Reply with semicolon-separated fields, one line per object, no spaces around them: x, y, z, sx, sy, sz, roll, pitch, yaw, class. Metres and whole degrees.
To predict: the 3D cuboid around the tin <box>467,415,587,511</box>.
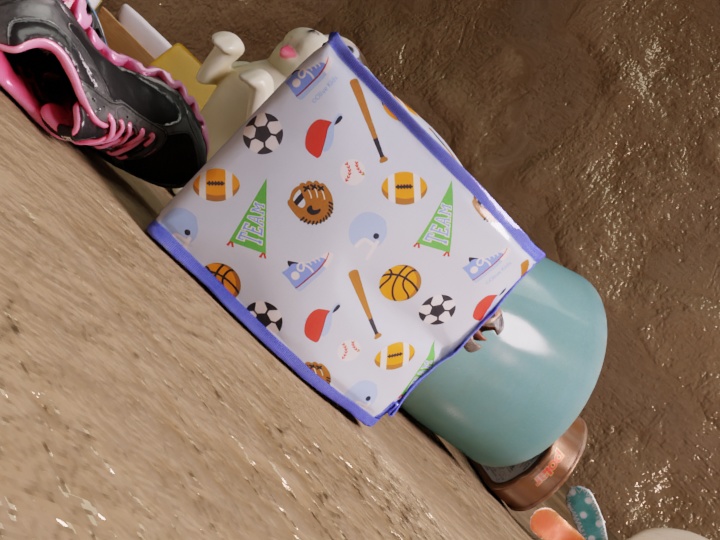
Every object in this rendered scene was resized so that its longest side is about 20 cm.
0.161;0.167;1.116;0.042;0.112;0.200;44;2;-12;tin

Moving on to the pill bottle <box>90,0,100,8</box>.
-0.276;-0.269;0.976;0.112;0.112;0.200;44;2;-19;pill bottle

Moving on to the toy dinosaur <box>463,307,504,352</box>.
0.000;0.000;0.838;0.200;0.136;0.086;44;2;-19;toy dinosaur

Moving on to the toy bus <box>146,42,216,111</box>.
-0.137;-0.125;1.111;0.200;0.065;0.078;45;-38;-4;toy bus

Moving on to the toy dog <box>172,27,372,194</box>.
-0.072;-0.126;0.992;0.194;0.200;0.140;43;3;-39;toy dog

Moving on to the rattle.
0.255;0.300;1.028;0.199;0.131;0.143;15;-26;30;rattle

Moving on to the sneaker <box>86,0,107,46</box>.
-0.245;-0.195;0.791;0.200;0.072;0.072;49;-6;5;sneaker

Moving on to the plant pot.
0.095;0.054;1.008;0.161;0.201;0.201;31;9;-30;plant pot

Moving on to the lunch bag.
-0.005;-0.021;0.715;0.200;0.170;0.124;43;7;-8;lunch bag

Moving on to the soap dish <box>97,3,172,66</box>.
-0.220;-0.204;1.281;0.200;0.081;0.157;45;2;0;soap dish

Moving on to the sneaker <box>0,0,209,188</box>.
-0.165;-0.100;0.683;0.200;0.079;0.096;43;25;-43;sneaker
